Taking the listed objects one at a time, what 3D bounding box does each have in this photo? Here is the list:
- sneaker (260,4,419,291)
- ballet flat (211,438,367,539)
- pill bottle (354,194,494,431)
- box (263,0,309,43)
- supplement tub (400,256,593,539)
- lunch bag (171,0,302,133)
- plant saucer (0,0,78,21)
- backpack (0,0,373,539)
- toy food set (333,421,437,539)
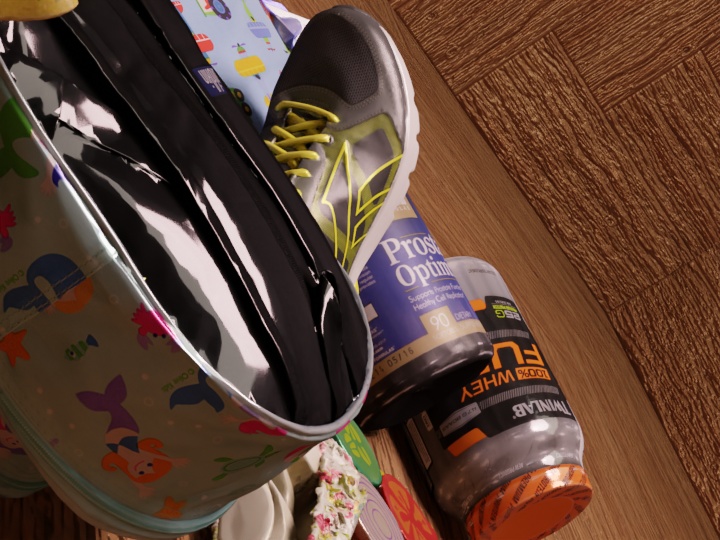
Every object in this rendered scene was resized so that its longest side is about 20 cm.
[{"bbox_3d":[-0.026,-0.032,0.678,0.085,0.074,0.203,29,70,-64],"label":"sneaker"},{"bbox_3d":[-0.037,0.108,0.651,0.200,0.075,0.065,-96,168,-68],"label":"ballet flat"},{"bbox_3d":[0.000,0.000,1.010,0.201,0.111,0.112,61,12,15],"label":"pill bottle"},{"bbox_3d":[-0.063,-0.083,0.849,0.118,0.041,0.202,15,65,-35],"label":"box"},{"bbox_3d":[0.089,0.101,1.095,0.122,0.122,0.201,38,22,-58],"label":"supplement tub"},{"bbox_3d":[-0.091,-0.110,0.763,0.151,0.094,0.200,58,39,0],"label":"lunch bag"},{"bbox_3d":[-0.195,-0.159,0.451,0.198,0.049,0.201,1,43,-23],"label":"plant saucer"},{"bbox_3d":[-0.090,-0.003,0.531,0.200,0.150,0.178,49,18,-2],"label":"backpack"},{"bbox_3d":[0.016,0.174,0.781,0.198,0.048,0.201,50,15,-36],"label":"toy food set"}]
